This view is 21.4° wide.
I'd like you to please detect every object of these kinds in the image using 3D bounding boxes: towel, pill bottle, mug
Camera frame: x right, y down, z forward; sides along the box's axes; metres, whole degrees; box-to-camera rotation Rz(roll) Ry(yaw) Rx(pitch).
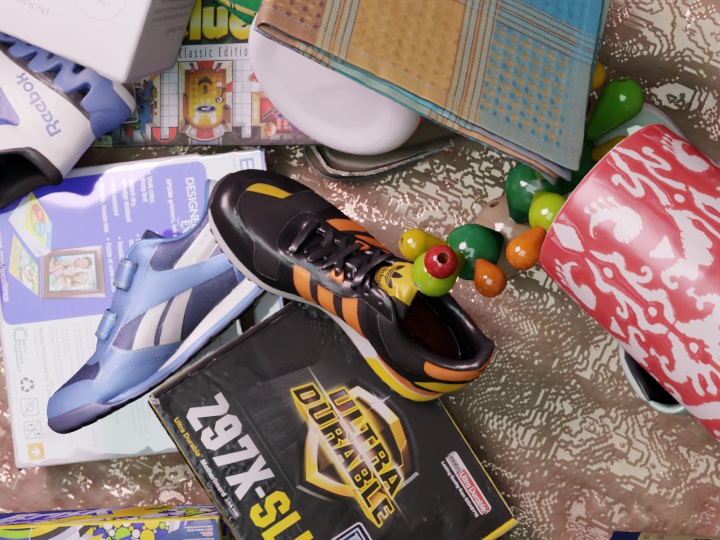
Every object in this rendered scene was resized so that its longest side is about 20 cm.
[{"bbox_3d":[0.046,-0.149,1.068,0.199,0.022,0.147,24,59,-16],"label":"towel"},{"bbox_3d":[0.029,-0.174,1.150,0.116,0.116,0.200,30,57,9],"label":"pill bottle"},{"bbox_3d":[0.214,0.023,1.068,0.200,0.177,0.134,42,102,20],"label":"mug"}]

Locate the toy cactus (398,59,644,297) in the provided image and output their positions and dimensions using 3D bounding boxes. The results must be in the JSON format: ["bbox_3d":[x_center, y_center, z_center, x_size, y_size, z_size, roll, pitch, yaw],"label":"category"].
[{"bbox_3d":[0.090,-0.043,1.158,0.102,0.165,0.200,33,64,7],"label":"toy cactus"}]

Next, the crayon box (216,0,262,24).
[{"bbox_3d":[-0.019,-0.254,1.152,0.058,0.119,0.200,38,70,-4],"label":"crayon box"}]

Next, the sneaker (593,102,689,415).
[{"bbox_3d":[0.185,-0.009,1.168,0.073,0.118,0.201,-13,89,15],"label":"sneaker"}]

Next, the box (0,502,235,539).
[{"bbox_3d":[-0.178,0.196,1.284,0.199,0.070,0.065,-4,91,13],"label":"box"}]

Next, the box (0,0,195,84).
[{"bbox_3d":[-0.168,-0.240,1.187,0.152,0.106,0.201,22,104,7],"label":"box"}]

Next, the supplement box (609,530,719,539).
[{"bbox_3d":[0.244,0.272,1.160,0.199,0.134,0.201,2,93,13],"label":"supplement box"}]

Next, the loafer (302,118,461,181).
[{"bbox_3d":[0.049,-0.116,1.217,0.199,0.070,0.076,-25,87,13],"label":"loafer"}]

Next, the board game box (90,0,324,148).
[{"bbox_3d":[-0.095,-0.133,1.248,0.199,0.023,0.105,1,89,27],"label":"board game box"}]

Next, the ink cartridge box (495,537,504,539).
[{"bbox_3d":[0.069,0.285,1.195,0.087,0.145,0.201,28,98,8],"label":"ink cartridge box"}]

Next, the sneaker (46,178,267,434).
[{"bbox_3d":[-0.132,0.025,1.222,0.200,0.074,0.082,-42,92,-3],"label":"sneaker"}]

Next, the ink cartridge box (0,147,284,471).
[{"bbox_3d":[-0.145,0.026,1.280,0.199,0.043,0.199,-6,92,8],"label":"ink cartridge box"}]

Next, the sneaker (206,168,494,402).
[{"bbox_3d":[0.000,0.000,1.160,0.200,0.090,0.070,40,65,-12],"label":"sneaker"}]

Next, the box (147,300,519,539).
[{"bbox_3d":[-0.019,0.121,1.222,0.159,0.049,0.201,-32,90,-8],"label":"box"}]

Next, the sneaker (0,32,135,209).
[{"bbox_3d":[-0.259,-0.107,1.250,0.199,0.081,0.115,23,69,22],"label":"sneaker"}]
